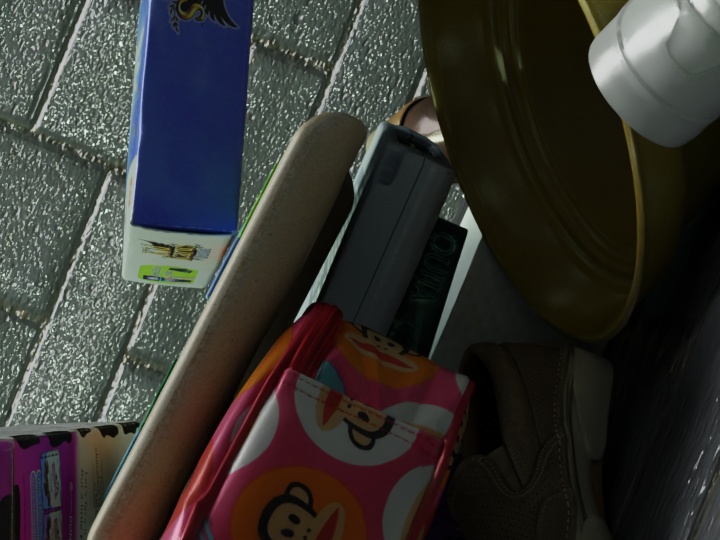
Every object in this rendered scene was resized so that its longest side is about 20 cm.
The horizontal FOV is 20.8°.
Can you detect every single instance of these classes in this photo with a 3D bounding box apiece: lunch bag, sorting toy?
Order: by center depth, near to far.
[{"bbox_3d":[-0.038,0.123,0.704,0.200,0.082,0.176,-62,-1,-24],"label":"lunch bag"},{"bbox_3d":[-0.054,0.028,0.764,0.185,0.036,0.200,-63,-1,-3],"label":"sorting toy"}]

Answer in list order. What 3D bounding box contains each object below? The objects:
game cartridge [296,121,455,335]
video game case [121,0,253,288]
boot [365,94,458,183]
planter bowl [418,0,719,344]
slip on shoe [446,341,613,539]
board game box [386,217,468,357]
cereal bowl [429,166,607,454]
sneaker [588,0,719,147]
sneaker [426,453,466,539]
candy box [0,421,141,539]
[{"bbox_3d":[0.000,0.000,0.916,0.134,0.040,0.200,-63,4,7],"label":"game cartridge"},{"bbox_3d":[-0.074,-0.102,0.845,0.181,0.045,0.200,140,134,-79],"label":"video game case"},{"bbox_3d":[0.119,-0.089,1.176,0.166,0.200,0.073,-9,93,58],"label":"boot"},{"bbox_3d":[0.103,-0.076,0.830,0.200,0.083,0.201,162,90,-74],"label":"planter bowl"},{"bbox_3d":[0.062,0.098,0.773,0.200,0.060,0.076,-77,8,-49],"label":"slip on shoe"},{"bbox_3d":[-0.003,0.086,0.926,0.135,0.028,0.200,115,177,-49],"label":"board game box"},{"bbox_3d":[0.085,0.014,1.003,0.200,0.083,0.200,-158,90,-90],"label":"cereal bowl"},{"bbox_3d":[0.163,-0.129,0.731,0.116,0.074,0.200,-44,6,37],"label":"sneaker"},{"bbox_3d":[0.037,0.159,0.835,0.089,0.080,0.200,124,166,-50],"label":"sneaker"},{"bbox_3d":[-0.136,0.130,0.778,0.200,0.061,0.137,24,-115,-82],"label":"candy box"}]
